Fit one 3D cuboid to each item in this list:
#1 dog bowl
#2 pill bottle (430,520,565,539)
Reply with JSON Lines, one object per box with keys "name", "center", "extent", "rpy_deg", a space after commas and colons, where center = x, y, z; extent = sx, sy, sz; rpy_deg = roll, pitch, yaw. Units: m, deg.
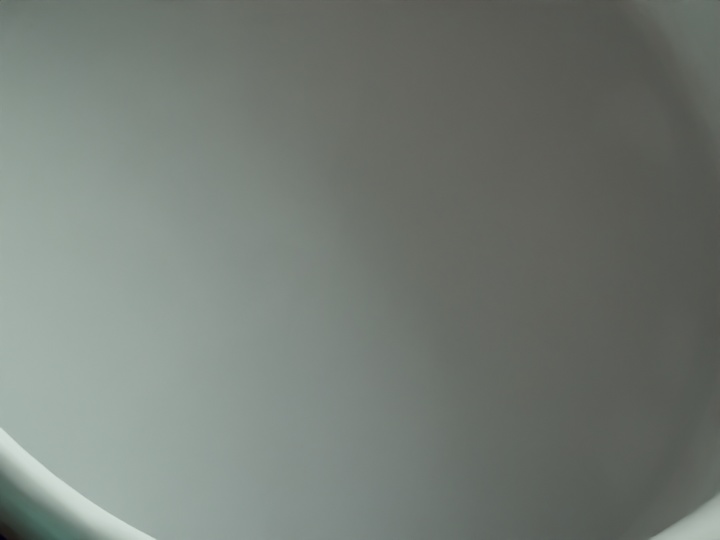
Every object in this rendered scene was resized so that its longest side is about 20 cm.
{"name": "dog bowl", "center": [-0.002, -0.017, 0.550], "extent": [0.200, 0.200, 0.079], "rpy_deg": [49, -22, 11]}
{"name": "pill bottle", "center": [-0.014, 0.050, 0.671], "extent": [0.111, 0.111, 0.200], "rpy_deg": [48, 2, -41]}
